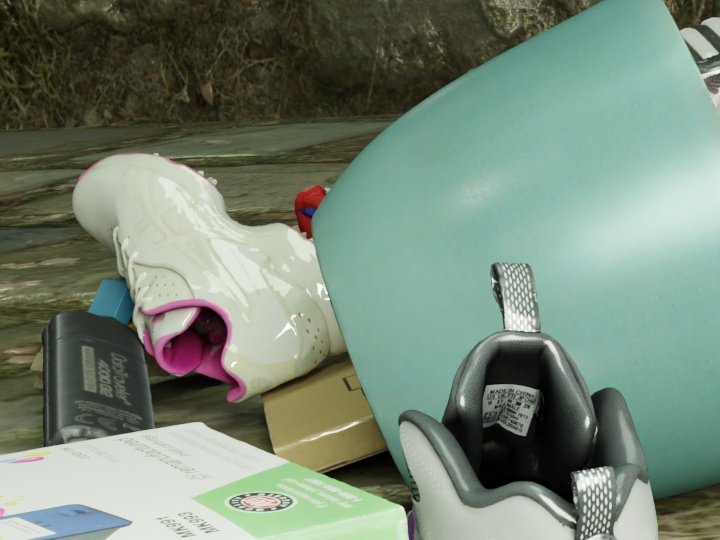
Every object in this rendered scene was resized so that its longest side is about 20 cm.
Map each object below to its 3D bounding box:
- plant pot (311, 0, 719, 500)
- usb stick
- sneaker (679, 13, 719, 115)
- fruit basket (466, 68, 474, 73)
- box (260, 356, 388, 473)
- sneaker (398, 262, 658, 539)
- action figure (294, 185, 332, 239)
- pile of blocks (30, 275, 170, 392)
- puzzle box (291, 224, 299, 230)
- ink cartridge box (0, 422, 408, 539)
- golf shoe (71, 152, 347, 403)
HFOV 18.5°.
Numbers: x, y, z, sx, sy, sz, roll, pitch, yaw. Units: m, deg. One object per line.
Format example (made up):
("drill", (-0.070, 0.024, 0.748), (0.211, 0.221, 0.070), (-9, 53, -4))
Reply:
("plant pot", (0.074, 0.007, 0.882), (0.160, 0.201, 0.201), (-21, 7, 5))
("usb stick", (-0.126, 0.061, 1.057), (0.055, 0.033, 0.200), (18, 12, -12))
("sneaker", (0.189, -0.024, 0.908), (0.075, 0.116, 0.200), (-19, 31, 3))
("fruit basket", (0.206, -0.232, 2.771), (0.184, 0.094, 0.200), (-1, 28, 19))
("box", (0.050, 0.045, 1.051), (0.199, 0.021, 0.163), (-19, 8, -3))
("sneaker", (0.040, 0.066, 0.633), (0.077, 0.141, 0.200), (-7, 9, -18))
("action figure", (0.000, 0.000, 1.223), (0.051, 0.066, 0.200), (-20, 30, -8))
("pile of blocks", (-0.114, 0.024, 1.238), (0.062, 0.083, 0.200), (3, 11, 42))
("puzzle box", (0.065, -0.021, 1.368), (0.133, 0.026, 0.200), (-18, -16, 35))
("ink cartridge box", (-0.102, 0.108, 0.609), (0.199, 0.088, 0.145), (-10, 10, -25))
("golf shoe", (-0.093, 0.001, 1.131), (0.200, 0.076, 0.091), (27, 53, 37))
